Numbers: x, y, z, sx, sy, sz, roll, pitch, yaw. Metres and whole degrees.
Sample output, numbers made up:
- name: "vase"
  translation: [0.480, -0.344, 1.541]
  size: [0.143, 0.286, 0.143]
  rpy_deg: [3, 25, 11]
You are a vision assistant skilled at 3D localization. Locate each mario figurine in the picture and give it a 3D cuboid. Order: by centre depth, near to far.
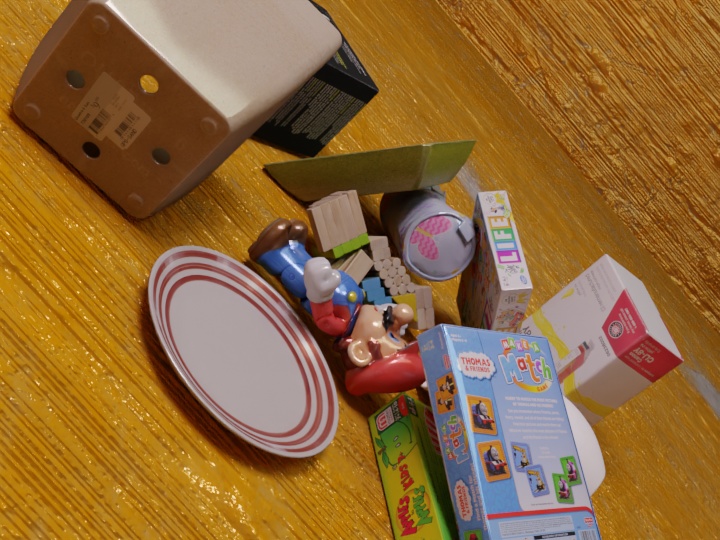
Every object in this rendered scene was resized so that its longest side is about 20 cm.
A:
- name: "mario figurine"
  translation: [-0.004, 0.025, 0.838]
  size: [0.200, 0.106, 0.123]
  rpy_deg: [47, 46, 6]

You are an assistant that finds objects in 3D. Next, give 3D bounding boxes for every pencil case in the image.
- name: "pencil case"
  translation: [0.078, -0.052, 1.079]
  size: [0.200, 0.090, 0.084]
  rpy_deg: [-109, -179, -72]

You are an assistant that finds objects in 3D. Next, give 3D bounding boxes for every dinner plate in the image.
- name: "dinner plate"
  translation: [-0.094, 0.065, 0.723]
  size: [0.200, 0.024, 0.201]
  rpy_deg: [41, 25, -24]

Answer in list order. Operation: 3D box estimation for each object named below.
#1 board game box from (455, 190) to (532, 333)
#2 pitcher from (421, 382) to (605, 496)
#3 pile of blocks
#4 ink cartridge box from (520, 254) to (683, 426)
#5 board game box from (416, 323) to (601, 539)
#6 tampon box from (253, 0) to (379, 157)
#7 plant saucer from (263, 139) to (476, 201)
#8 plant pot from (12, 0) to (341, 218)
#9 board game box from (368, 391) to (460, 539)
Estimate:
- name: "board game box"
  translation: [0.147, 0.028, 1.025]
  size: [0.201, 0.034, 0.135]
  rpy_deg: [93, -9, -51]
- name: "pitcher"
  translation: [0.151, 0.152, 0.895]
  size: [0.200, 0.121, 0.172]
  rpy_deg: [48, -3, 5]
- name: "pile of blocks"
  translation: [0.000, 0.000, 0.974]
  size: [0.200, 0.082, 0.062]
  rpy_deg: [50, -23, -24]
- name: "ink cartridge box"
  translation: [0.276, 0.103, 1.128]
  size: [0.083, 0.200, 0.146]
  rpy_deg: [30, 29, -32]
- name: "board game box"
  translation: [0.128, 0.150, 0.765]
  size: [0.150, 0.036, 0.202]
  rpy_deg: [10, 61, -42]
- name: "tampon box"
  translation: [-0.104, -0.245, 1.045]
  size: [0.199, 0.126, 0.151]
  rpy_deg: [14, 41, -55]
- name: "plant saucer"
  translation: [0.019, -0.115, 1.048]
  size: [0.199, 0.198, 0.048]
  rpy_deg: [-23, 107, -66]
- name: "plant pot"
  translation: [-0.164, -0.165, 0.750]
  size: [0.200, 0.199, 0.178]
  rpy_deg: [42, 35, -18]
- name: "board game box"
  translation: [0.073, 0.212, 0.778]
  size: [0.101, 0.048, 0.201]
  rpy_deg: [33, 28, -35]
